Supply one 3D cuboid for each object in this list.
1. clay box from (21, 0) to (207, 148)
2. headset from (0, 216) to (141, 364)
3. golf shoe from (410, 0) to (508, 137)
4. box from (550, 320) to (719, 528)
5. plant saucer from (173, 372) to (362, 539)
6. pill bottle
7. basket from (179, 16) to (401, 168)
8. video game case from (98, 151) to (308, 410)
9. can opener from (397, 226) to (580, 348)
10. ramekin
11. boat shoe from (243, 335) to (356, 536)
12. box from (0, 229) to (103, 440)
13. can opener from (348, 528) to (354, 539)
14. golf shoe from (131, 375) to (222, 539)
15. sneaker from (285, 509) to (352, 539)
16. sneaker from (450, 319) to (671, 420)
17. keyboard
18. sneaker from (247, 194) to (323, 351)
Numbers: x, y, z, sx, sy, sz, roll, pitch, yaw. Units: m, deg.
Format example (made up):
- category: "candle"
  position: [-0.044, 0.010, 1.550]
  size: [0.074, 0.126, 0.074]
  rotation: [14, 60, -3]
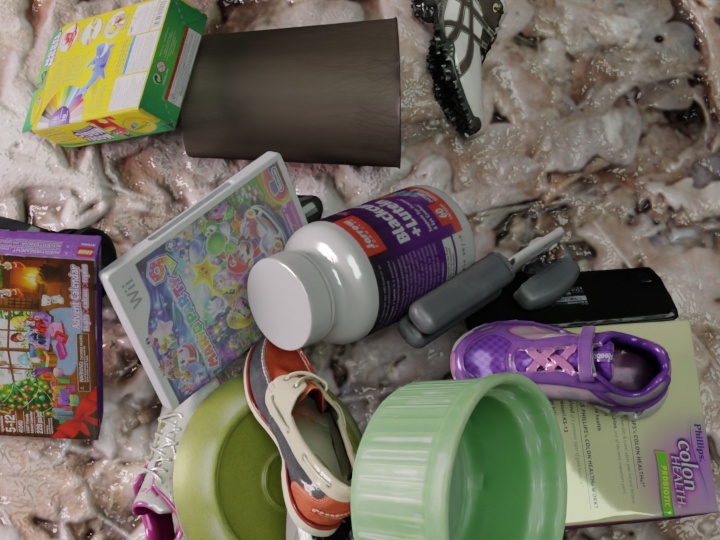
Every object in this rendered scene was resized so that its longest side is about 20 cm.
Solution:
- category: "clay box"
  position: [-0.231, -0.178, 1.202]
  size: [0.048, 0.200, 0.115]
  rotation: [27, 70, -40]
- category: "headset"
  position: [-0.262, 0.012, 1.166]
  size: [0.200, 0.123, 0.094]
  rotation: [23, 73, -26]
- category: "golf shoe"
  position: [0.109, -0.233, 1.293]
  size: [0.094, 0.078, 0.200]
  rotation: [-10, 79, -10]
- category: "box"
  position: [0.206, 0.146, 1.203]
  size: [0.199, 0.097, 0.176]
  rotation: [-4, 77, -8]
- category: "plant saucer"
  position: [-0.067, 0.184, 1.149]
  size: [0.200, 0.031, 0.201]
  rotation: [7, 77, -32]
- category: "pill bottle"
  position: [0.000, 0.000, 1.164]
  size: [0.200, 0.111, 0.112]
  rotation: [-23, 79, -41]
- category: "basket"
  position: [-0.063, -0.164, 1.222]
  size: [0.199, 0.180, 0.136]
  rotation: [-1, 115, 1]
- category: "video game case"
  position: [-0.121, 0.007, 1.144]
  size: [0.200, 0.018, 0.143]
  rotation: [-39, 124, -29]
- category: "can opener"
  position: [0.124, 0.021, 1.172]
  size: [0.200, 0.053, 0.067]
  rotation: [-31, 75, -35]
- category: "ramekin"
  position: [0.078, 0.180, 1.048]
  size: [0.098, 0.200, 0.200]
  rotation: [-1, 72, 35]
- category: "boat shoe"
  position: [-0.046, 0.123, 1.093]
  size: [0.071, 0.063, 0.200]
  rotation: [5, 44, -26]
- category: "box"
  position: [-0.290, 0.057, 1.116]
  size: [0.136, 0.200, 0.039]
  rotation: [4, 35, -4]
- category: "can opener"
  position: [0.031, 0.227, 1.124]
  size: [0.078, 0.200, 0.064]
  rotation: [21, 105, 21]
- category: "golf shoe"
  position: [-0.157, 0.171, 1.146]
  size: [0.091, 0.075, 0.200]
  rotation: [5, 71, -43]
- category: "sneaker"
  position: [-0.043, 0.260, 1.089]
  size: [0.079, 0.074, 0.201]
  rotation: [-22, 60, 29]
- category: "sneaker"
  position: [0.179, 0.079, 1.121]
  size: [0.200, 0.088, 0.081]
  rotation: [6, 77, -5]
- category: "keyboard"
  position: [0.192, 0.032, 1.246]
  size: [0.199, 0.040, 0.104]
  rotation: [-3, 39, -6]
- category: "sneaker"
  position: [-0.108, 0.011, 1.218]
  size: [0.200, 0.075, 0.116]
  rotation: [-28, 110, -30]
